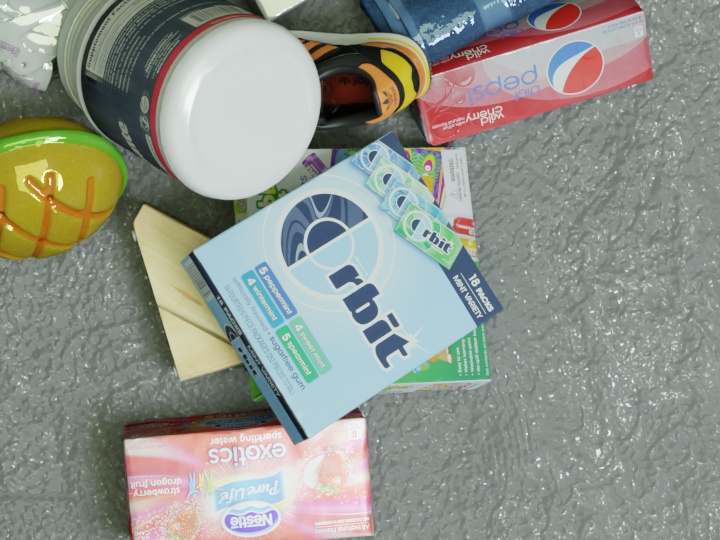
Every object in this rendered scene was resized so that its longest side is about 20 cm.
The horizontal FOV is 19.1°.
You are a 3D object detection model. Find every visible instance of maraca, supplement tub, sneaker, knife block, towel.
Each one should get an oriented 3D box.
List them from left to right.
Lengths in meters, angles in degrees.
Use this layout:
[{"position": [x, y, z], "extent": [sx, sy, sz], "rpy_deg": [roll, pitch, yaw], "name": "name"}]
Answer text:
[{"position": [-0.294, -0.193, 1.724], "extent": [0.199, 0.075, 0.100], "rpy_deg": [-4, 93, -5], "name": "sneaker"}, {"position": [-0.284, -0.059, 1.715], "extent": [0.199, 0.137, 0.107], "rpy_deg": [-18, 55, 4], "name": "maraca"}, {"position": [-0.136, -0.148, 1.659], "extent": [0.140, 0.200, 0.141], "rpy_deg": [-15, 118, -31], "name": "supplement tub"}, {"position": [-0.082, 0.019, 1.765], "extent": [0.175, 0.064, 0.201], "rpy_deg": [-17, 95, -5], "name": "knife block"}, {"position": [-0.047, -0.147, 1.704], "extent": [0.199, 0.090, 0.070], "rpy_deg": [-1, 114, 29], "name": "sneaker"}, {"position": [0.099, -0.242, 1.744], "extent": [0.199, 0.112, 0.049], "rpy_deg": [-26, 140, -6], "name": "towel"}]

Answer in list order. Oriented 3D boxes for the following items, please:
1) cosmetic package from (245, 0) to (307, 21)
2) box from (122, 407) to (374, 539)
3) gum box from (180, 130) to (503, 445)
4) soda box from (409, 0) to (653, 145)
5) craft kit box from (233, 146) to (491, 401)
[{"position": [-0.086, -0.309, 1.731], "extent": [0.103, 0.087, 0.201], "rpy_deg": [-29, 95, -5], "name": "cosmetic package"}, {"position": [-0.093, 0.172, 1.758], "extent": [0.199, 0.095, 0.103], "rpy_deg": [-4, 95, -5], "name": "box"}, {"position": [-0.013, 0.012, 1.681], "extent": [0.200, 0.045, 0.170], "rpy_deg": [-32, 89, -23], "name": "gum box"}, {"position": [0.136, -0.171, 1.762], "extent": [0.199, 0.063, 0.070], "rpy_deg": [-18, 125, -5], "name": "soda box"}, {"position": [0.000, 0.000, 1.735], "extent": [0.196, 0.049, 0.201], "rpy_deg": [-3, 78, -18], "name": "craft kit box"}]
